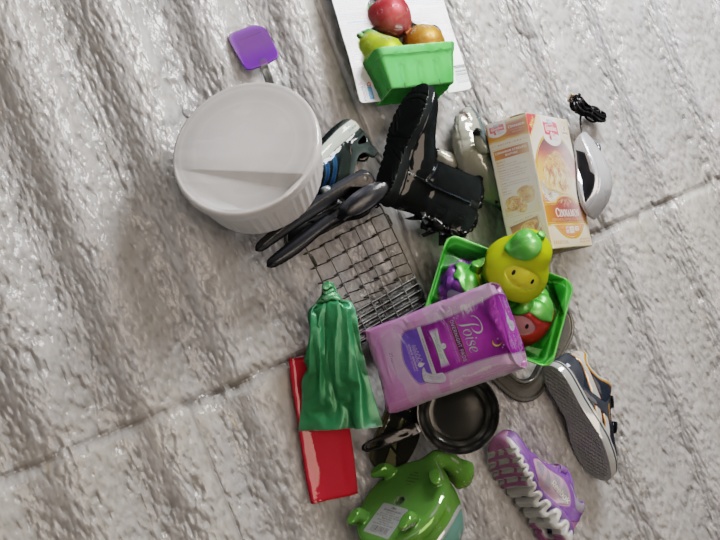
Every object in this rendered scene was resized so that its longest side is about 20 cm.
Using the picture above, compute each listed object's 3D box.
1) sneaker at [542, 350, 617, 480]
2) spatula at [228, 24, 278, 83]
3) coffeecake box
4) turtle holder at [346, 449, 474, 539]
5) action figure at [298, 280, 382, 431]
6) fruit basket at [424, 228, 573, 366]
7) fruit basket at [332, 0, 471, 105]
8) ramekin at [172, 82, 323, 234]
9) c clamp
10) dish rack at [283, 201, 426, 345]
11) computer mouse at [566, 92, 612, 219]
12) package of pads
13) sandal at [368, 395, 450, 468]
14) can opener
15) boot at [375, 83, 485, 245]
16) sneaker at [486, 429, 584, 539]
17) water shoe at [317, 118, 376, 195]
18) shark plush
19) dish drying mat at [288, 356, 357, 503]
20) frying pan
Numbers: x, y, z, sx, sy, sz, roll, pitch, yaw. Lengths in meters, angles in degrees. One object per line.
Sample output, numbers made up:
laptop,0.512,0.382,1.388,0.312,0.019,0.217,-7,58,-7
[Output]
sneaker,0.351,0.215,1.639,0.079,0.078,0.201,-29,99,-32
spatula,-0.123,-0.254,1.543,0.056,0.021,0.201,-25,94,-11
coffeecake box,0.268,-0.125,1.620,0.153,0.073,0.201,-5,83,-56
turtle holder,0.078,0.333,1.493,0.132,0.140,0.186,57,28,-27
action figure,-0.034,0.114,1.476,0.118,0.055,0.201,-5,91,9
fruit basket,0.202,0.031,1.523,0.215,0.215,0.156,24,73,-17
fruit basket,0.055,-0.345,1.608,0.184,0.094,0.201,-11,71,-24
ramekin,-0.141,-0.140,1.441,0.201,0.094,0.203,-5,64,9
c clamp,0.235,0.105,1.634,0.171,0.027,0.200,42,70,-11
dish rack,0.000,0.000,1.541,0.153,0.055,0.201,-28,95,-22
computer mouse,0.362,-0.177,1.679,0.110,0.044,0.201,25,58,-56
package of pads,0.112,0.105,1.453,0.199,0.076,0.121,-21,81,17
sandal,0.068,0.189,1.542,0.080,0.057,0.201,34,86,-20
can opener,-0.056,-0.074,1.473,0.200,0.079,0.064,-31,86,-12
boot,0.112,-0.148,1.563,0.162,0.073,0.199,23,80,-31
sneaker,0.264,0.308,1.595,0.088,0.080,0.201,-40,103,-29
water shoe,-0.051,-0.127,1.528,0.079,0.071,0.200,44,69,-13
shark plush,0.203,-0.153,1.641,0.200,0.091,0.083,48,38,-4
dish drying mat,-0.051,0.217,1.507,0.076,0.018,0.201,-7,84,-24
frying pan,0.108,0.222,1.498,0.190,0.031,0.115,-43,80,-3
